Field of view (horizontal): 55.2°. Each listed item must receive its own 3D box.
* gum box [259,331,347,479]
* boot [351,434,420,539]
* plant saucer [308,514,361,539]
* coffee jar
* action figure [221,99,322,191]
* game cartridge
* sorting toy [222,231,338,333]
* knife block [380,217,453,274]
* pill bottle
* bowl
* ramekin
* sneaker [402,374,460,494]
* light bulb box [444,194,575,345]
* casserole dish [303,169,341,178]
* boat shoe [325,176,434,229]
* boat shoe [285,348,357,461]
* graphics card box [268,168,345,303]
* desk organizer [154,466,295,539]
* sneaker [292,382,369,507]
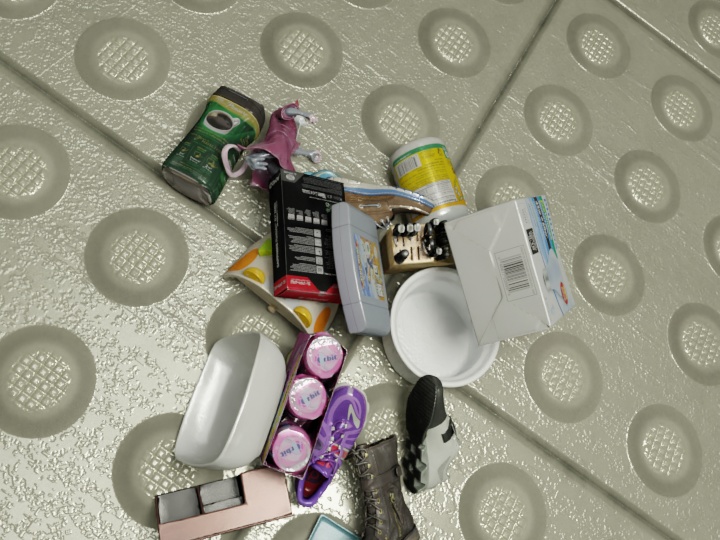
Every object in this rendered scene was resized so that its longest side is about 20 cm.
[{"bbox_3d":[-0.086,0.189,1.024,0.065,0.113,0.204,21,83,-11],"label":"gum box"},{"bbox_3d":[0.016,0.354,1.049,0.199,0.068,0.178,-12,87,-59],"label":"boot"},{"bbox_3d":[0.004,0.464,1.078,0.198,0.019,0.071,33,67,-3],"label":"plant saucer"},{"bbox_3d":[-0.248,-0.220,1.188,0.103,0.086,0.202,26,67,6],"label":"coffee jar"},{"bbox_3d":[-0.143,-0.219,1.200,0.145,0.135,0.203,4,51,3],"label":"action figure"},{"bbox_3d":[0.000,0.000,1.082,0.041,0.133,0.204,-12,78,16],"label":"game cartridge"},{"bbox_3d":[-0.097,-0.007,1.154,0.199,0.107,0.181,38,65,-2],"label":"sorting toy"},{"bbox_3d":[0.068,-0.039,1.131,0.174,0.197,0.066,4,80,-49],"label":"knife block"},{"bbox_3d":[0.132,-0.128,1.255,0.111,0.113,0.204,-13,76,-19],"label":"pill bottle"},{"bbox_3d":[-0.185,0.200,1.022,0.074,0.198,0.203,30,65,-26],"label":"bowl"},{"bbox_3d":[0.131,0.106,1.187,0.196,0.098,0.205,5,71,-14],"label":"ramekin"},{"bbox_3d":[0.123,0.259,1.121,0.087,0.074,0.204,-4,111,-25],"label":"sneaker"},{"bbox_3d":[0.245,-0.007,1.111,0.199,0.123,0.202,-17,91,-61],"label":"light bulb box"},{"bbox_3d":[-0.047,-0.098,1.234,0.120,0.039,0.201,-34,84,-23],"label":"casserole dish"},{"bbox_3d":[0.029,-0.109,1.192,0.196,0.072,0.074,11,89,14],"label":"boat shoe"},{"bbox_3d":[-0.061,0.213,1.113,0.072,0.065,0.202,-26,82,-24],"label":"boat shoe"},{"bbox_3d":[-0.080,-0.052,1.096,0.123,0.051,0.204,7,68,-33],"label":"graphics card box"},{"bbox_3d":[-0.205,0.350,1.025,0.196,0.072,0.079,-9,73,-19],"label":"desk organizer"},{"bbox_3d":[-0.043,0.271,1.050,0.079,0.083,0.203,21,97,-6],"label":"sneaker"}]
